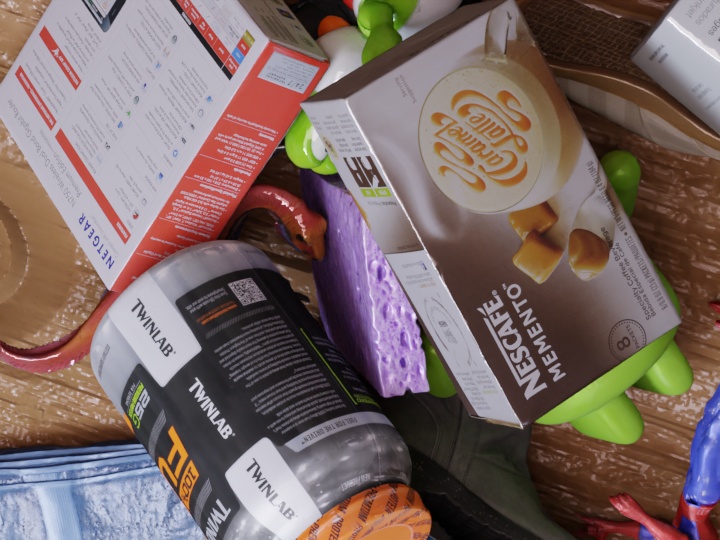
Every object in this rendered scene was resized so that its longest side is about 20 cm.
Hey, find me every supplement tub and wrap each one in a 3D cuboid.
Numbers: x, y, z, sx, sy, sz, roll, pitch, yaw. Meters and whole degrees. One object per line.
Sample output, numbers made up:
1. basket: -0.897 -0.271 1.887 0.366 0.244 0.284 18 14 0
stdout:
1. supplement tub: -0.054 0.090 1.520 0.123 0.122 0.200 -48 61 20

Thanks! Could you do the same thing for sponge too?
1. sponge: 0.000 0.000 1.584 0.030 0.200 0.112 -10 101 -9

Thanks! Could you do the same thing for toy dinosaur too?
1. toy dinosaur: -0.097 0.007 1.626 0.105 0.200 0.182 54 154 8

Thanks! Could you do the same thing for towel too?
1. towel: -0.172 0.166 1.742 0.199 0.049 0.112 -6 104 15

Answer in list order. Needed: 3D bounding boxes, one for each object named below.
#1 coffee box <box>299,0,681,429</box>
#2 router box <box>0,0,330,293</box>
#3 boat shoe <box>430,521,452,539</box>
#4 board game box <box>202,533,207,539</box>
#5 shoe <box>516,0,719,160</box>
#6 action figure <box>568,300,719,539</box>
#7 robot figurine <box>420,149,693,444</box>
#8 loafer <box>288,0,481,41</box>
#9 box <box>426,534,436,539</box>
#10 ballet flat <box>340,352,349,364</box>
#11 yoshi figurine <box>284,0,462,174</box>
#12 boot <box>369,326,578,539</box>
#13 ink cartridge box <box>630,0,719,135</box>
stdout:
1. coffee box: 0.070 -0.030 1.452 0.114 0.080 0.200 -31 101 -16
2. router box: -0.123 -0.111 1.594 0.180 0.049 0.200 -55 44 20
3. boat shoe: 0.118 0.197 1.668 0.065 0.074 0.200 -44 97 2
4. board game box: -0.045 0.241 1.642 0.040 0.153 0.200 -19 104 -7
5. shoe: 0.179 -0.111 1.589 0.200 0.053 0.070 23 74 1
6. action figure: 0.183 0.117 1.635 0.099 0.065 0.201 7 105 2
7. robot figurine: 0.106 0.007 1.571 0.175 0.116 0.200 -43 107 -11
8. loafer: -0.011 -0.136 1.612 0.200 0.070 0.068 -28 96 18
9. box: 0.061 0.210 1.605 0.038 0.137 0.200 -48 135 -9
10. ballet flat: -0.014 0.139 1.686 0.067 0.062 0.200 -16 100 42
11. yoshi figurine: 0.033 -0.133 1.533 0.112 0.112 0.200 24 102 -19
12. boot: 0.091 0.108 1.627 0.200 0.132 0.070 34 152 -4
13. ink cartridge box: 0.275 -0.117 1.489 0.200 0.145 0.145 39 85 0
